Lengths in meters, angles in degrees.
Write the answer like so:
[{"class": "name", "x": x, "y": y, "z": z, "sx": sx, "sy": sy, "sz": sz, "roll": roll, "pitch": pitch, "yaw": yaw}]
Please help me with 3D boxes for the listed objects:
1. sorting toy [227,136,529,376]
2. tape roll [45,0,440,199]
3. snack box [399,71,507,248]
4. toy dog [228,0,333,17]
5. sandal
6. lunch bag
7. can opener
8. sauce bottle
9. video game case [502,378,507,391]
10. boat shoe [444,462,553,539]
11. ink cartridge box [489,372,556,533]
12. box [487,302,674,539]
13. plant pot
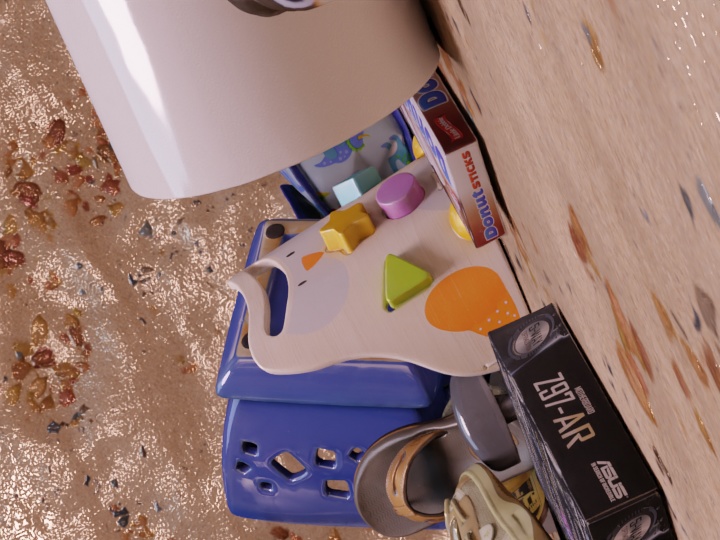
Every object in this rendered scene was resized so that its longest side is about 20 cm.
[{"class": "sorting toy", "x": 0.000, "y": 0.000, "z": 1.327, "sx": 0.200, "sy": 0.179, "sz": 0.107, "roll": -116, "pitch": 3, "yaw": -56}, {"class": "tape roll", "x": -0.070, "y": -0.150, "z": 1.118, "sx": 0.203, "sy": 0.201, "sz": 0.140, "roll": -117, "pitch": 3, "yaw": -69}, {"class": "snack box", "x": 0.045, "y": -0.096, "z": 1.222, "sx": 0.201, "sy": 0.024, "sz": 0.072, "roll": -114, "pitch": 3, "yaw": -54}, {"class": "toy dog", "x": -0.052, "y": -0.212, "z": 0.868, "sx": 0.202, "sy": 0.138, "sz": 0.194, "roll": 67, "pitch": -168, "yaw": 2}, {"class": "sandal", "x": 0.059, "y": 0.151, "z": 1.401, "sx": 0.082, "sy": 0.199, "sz": 0.055, "roll": 48, "pitch": -134, "yaw": -15}, {"class": "lunch bag", "x": -0.011, "y": -0.094, "z": 1.647, "sx": 0.201, "sy": 0.127, "sz": 0.170, "roll": 53, "pitch": -178, "yaw": -24}, {"class": "can opener", "x": 0.122, "y": 0.150, "z": 1.311, "sx": 0.053, "sy": 0.066, "sz": 0.202, "roll": -46, "pitch": -68, "yaw": -87}, {"class": "sauce bottle", "x": 0.112, "y": 0.167, "z": 1.502, "sx": 0.201, "sy": 0.064, "sz": 0.065, "roll": 66, "pitch": 180, "yaw": -49}, {"class": "video game case", "x": 0.120, "y": 0.081, "z": 1.427, "sx": 0.143, "sy": 0.017, "sz": 0.201, "roll": -116, "pitch": 3, "yaw": -55}, {"class": "boat shoe", "x": 0.083, "y": 0.178, "z": 1.246, "sx": 0.073, "sy": 0.063, "sz": 0.201, "roll": 53, "pitch": 176, "yaw": -13}, {"class": "ink cartridge box", "x": 0.105, "y": 0.127, "z": 1.680, "sx": 0.116, "sy": 0.067, "sz": 0.201, "roll": 69, "pitch": 177, "yaw": -54}, {"class": "box", "x": 0.140, "y": 0.143, "z": 1.114, "sx": 0.161, "sy": 0.043, "sz": 0.201, "roll": -115, "pitch": 2, "yaw": -50}, {"class": "plant pot", "x": -0.008, "y": 0.072, "z": 1.539, "sx": 0.181, "sy": 0.198, "sz": 0.201, "roll": 79, "pitch": -162, "yaw": -49}]
